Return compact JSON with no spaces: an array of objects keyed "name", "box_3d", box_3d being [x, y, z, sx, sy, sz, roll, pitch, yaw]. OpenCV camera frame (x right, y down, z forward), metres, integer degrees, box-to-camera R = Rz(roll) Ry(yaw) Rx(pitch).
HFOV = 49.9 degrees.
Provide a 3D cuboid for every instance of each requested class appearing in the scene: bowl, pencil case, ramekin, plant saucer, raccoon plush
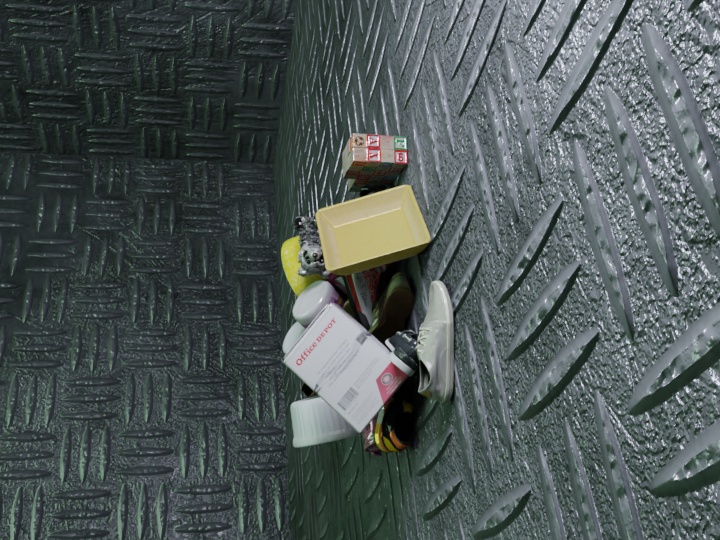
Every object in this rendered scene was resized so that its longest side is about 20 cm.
[{"name":"bowl","box_3d":[-0.087,-0.006,1.837,0.200,0.107,0.201,50,-157,-30]},{"name":"pencil case","box_3d":[0.026,0.275,1.599,0.087,0.082,0.202,77,177,-60]},{"name":"ramekin","box_3d":[-0.065,0.329,1.754,0.200,0.198,0.099,141,116,-75]},{"name":"plant saucer","box_3d":[0.023,-0.069,1.478,0.201,0.198,0.049,-104,-2,-51]},{"name":"raccoon plush","box_3d":[-0.086,-0.054,1.752,0.200,0.096,0.136,-12,-77,-73]}]

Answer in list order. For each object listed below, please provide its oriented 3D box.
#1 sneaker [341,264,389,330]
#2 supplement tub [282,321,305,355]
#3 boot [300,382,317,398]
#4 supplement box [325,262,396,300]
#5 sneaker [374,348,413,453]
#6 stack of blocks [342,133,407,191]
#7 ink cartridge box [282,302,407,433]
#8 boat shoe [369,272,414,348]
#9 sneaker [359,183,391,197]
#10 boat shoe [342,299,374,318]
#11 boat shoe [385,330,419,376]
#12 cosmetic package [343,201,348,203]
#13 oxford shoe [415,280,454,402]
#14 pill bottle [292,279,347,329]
[{"name":"sneaker","box_3d":[0.020,0.012,1.533,0.067,0.107,0.203,102,151,-69]},{"name":"supplement tub","box_3d":[-0.080,0.207,1.854,0.122,0.200,0.123,-36,26,21]},{"name":"boot","box_3d":[-0.068,0.229,1.710,0.074,0.075,0.200,52,139,12]},{"name":"supplement box","box_3d":[0.000,0.000,1.681,0.111,0.085,0.200,-53,6,-12]},{"name":"sneaker","box_3d":[0.074,0.249,1.499,0.090,0.069,0.203,-22,63,55]},{"name":"stack of blocks","box_3d":[0.019,-0.224,1.645,0.200,0.114,0.059,135,135,-74]},{"name":"ink cartridge box","box_3d":[-0.024,0.179,1.450,0.146,0.200,0.085,-50,-9,4]},{"name":"boat shoe","box_3d":[0.059,0.094,1.559,0.063,0.072,0.201,-92,21,-49]},{"name":"sneaker","box_3d":[0.040,-0.115,1.614,0.200,0.082,0.071,-108,22,-52]},{"name":"boat shoe","box_3d":[0.010,0.130,1.667,0.063,0.072,0.202,-64,-36,-47]},{"name":"boat shoe","box_3d":[0.090,0.143,1.417,0.060,0.075,0.200,-49,7,4]},{"name":"cosmetic package","box_3d":[-0.007,-0.108,1.784,0.200,0.105,0.091,168,103,-76]},{"name":"oxford shoe","box_3d":[0.120,0.116,1.281,0.075,0.057,0.203,138,133,-77]},{"name":"pill bottle","box_3d":[-0.050,0.124,1.744,0.112,0.200,0.113,-35,27,21]}]
